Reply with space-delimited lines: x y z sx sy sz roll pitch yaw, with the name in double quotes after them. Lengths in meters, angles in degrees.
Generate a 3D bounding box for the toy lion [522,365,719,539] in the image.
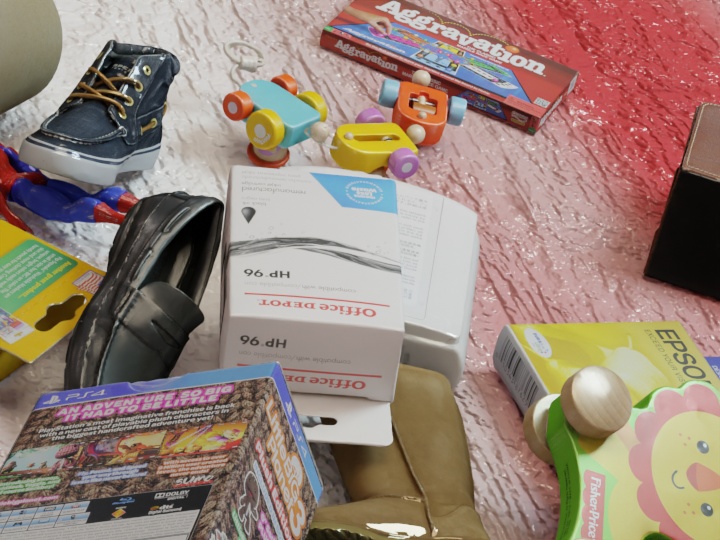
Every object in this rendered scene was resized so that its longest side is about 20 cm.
0.198 0.157 1.681 0.192 0.069 0.200 20 55 -19 "toy lion"

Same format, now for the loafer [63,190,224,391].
-0.139 0.030 1.715 0.070 0.068 0.201 -11 48 34 "loafer"

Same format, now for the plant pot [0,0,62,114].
-0.320 -0.172 1.918 0.187 0.187 0.200 38 26 31 "plant pot"

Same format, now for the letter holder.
0.337 -0.038 2.031 0.200 0.101 0.142 18 31 5 "letter holder"

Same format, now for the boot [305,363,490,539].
-0.004 0.134 1.679 0.175 0.066 0.200 10 31 -19 "boot"

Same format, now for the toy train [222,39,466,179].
-0.017 -0.114 2.047 0.200 0.056 0.150 12 32 -10 "toy train"

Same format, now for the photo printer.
0.000 0.000 1.864 0.166 0.069 0.200 13 34 -2 "photo printer"

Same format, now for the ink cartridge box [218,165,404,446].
-0.032 0.021 1.708 0.116 0.068 0.200 4 39 -6 "ink cartridge box"

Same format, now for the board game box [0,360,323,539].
-0.128 0.154 1.506 0.159 0.097 0.200 -8 29 19 "board game box"

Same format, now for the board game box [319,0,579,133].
0.076 -0.179 2.207 0.200 0.019 0.103 23 33 13 "board game box"

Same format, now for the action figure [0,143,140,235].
-0.230 -0.053 1.873 0.200 0.052 0.065 23 28 21 "action figure"

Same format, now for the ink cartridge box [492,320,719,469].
0.219 0.108 1.818 0.200 0.047 0.198 -3 37 -23 "ink cartridge box"

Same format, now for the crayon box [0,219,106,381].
-0.273 0.012 1.756 0.200 0.052 0.126 26 35 17 "crayon box"

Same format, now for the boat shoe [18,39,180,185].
-0.187 -0.118 1.887 0.071 0.091 0.200 18 11 9 "boat shoe"
